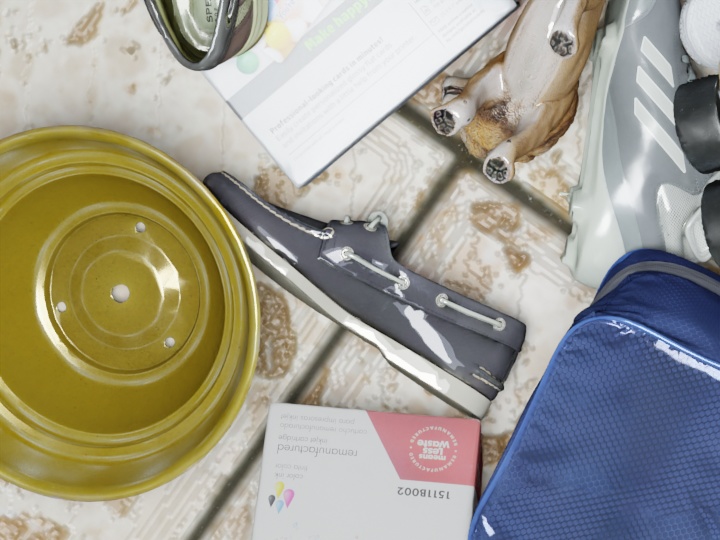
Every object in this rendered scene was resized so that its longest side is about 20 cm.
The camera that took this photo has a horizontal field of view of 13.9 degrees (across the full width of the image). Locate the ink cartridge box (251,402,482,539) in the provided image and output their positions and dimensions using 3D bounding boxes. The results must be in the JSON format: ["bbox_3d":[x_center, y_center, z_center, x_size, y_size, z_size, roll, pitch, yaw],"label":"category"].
[{"bbox_3d":[-0.001,0.177,1.557,0.116,0.068,0.200,4,65,5],"label":"ink cartridge box"}]

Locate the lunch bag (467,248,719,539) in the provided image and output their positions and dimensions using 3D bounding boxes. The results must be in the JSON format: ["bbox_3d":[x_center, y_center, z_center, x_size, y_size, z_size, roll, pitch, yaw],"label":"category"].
[{"bbox_3d":[0.150,0.099,1.537,0.136,0.132,0.200,29,115,7],"label":"lunch bag"}]

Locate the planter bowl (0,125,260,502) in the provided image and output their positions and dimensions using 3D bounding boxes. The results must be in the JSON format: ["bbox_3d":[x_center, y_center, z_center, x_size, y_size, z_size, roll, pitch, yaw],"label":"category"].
[{"bbox_3d":[-0.140,0.018,1.587,0.200,0.083,0.201,2,98,13],"label":"planter bowl"}]

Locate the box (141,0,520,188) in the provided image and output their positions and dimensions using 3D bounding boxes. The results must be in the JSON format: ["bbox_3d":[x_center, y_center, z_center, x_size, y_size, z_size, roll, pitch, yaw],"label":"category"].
[{"bbox_3d":[-0.036,-0.170,1.588,0.156,0.041,0.200,-39,89,7],"label":"box"}]

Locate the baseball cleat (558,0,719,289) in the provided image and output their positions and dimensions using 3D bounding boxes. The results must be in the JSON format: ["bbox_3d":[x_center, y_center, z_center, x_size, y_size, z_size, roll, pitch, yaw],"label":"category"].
[{"bbox_3d":[0.165,-0.085,1.569,0.106,0.070,0.200,9,105,-3],"label":"baseball cleat"}]

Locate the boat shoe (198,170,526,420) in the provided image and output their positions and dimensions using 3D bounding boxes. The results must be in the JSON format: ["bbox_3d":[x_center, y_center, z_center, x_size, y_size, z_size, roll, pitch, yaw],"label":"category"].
[{"bbox_3d":[0.000,0.000,1.590,0.200,0.073,0.063,36,85,-2],"label":"boat shoe"}]

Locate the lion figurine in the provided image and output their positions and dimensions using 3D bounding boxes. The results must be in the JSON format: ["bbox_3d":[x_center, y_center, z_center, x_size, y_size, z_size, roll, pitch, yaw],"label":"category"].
[{"bbox_3d":[0.095,-0.122,1.503,0.072,0.122,0.200,38,129,6],"label":"lion figurine"}]

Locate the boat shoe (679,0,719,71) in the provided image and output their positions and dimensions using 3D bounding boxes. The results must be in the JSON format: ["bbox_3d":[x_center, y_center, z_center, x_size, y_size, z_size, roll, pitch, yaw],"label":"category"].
[{"bbox_3d":[0.256,-0.155,1.496,0.200,0.071,0.072,-15,98,9],"label":"boat shoe"}]

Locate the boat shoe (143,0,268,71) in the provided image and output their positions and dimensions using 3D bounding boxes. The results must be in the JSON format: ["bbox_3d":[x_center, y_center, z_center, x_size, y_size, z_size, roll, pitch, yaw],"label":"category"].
[{"bbox_3d":[-0.091,-0.199,1.519,0.072,0.066,0.201,-8,108,11],"label":"boat shoe"}]

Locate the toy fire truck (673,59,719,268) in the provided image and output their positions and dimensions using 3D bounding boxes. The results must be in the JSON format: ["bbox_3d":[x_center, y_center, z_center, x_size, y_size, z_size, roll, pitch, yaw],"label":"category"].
[{"bbox_3d":[0.235,-0.030,1.473,0.129,0.200,0.176,-15,91,29],"label":"toy fire truck"}]
